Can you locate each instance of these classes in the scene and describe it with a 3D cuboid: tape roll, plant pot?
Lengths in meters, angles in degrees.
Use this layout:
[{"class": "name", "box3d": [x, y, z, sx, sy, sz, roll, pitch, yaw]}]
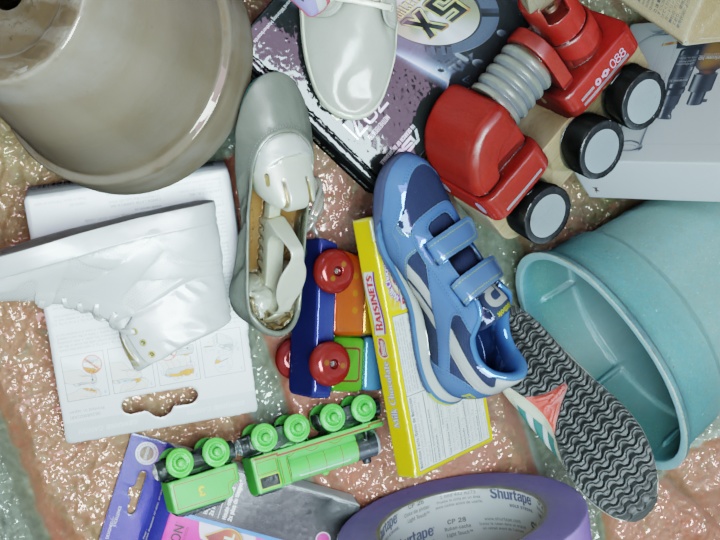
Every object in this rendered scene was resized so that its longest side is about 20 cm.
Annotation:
[{"class": "tape roll", "box3d": [0.085, 0.234, 0.908, 0.197, 0.200, 0.086, -10, 99, -10]}, {"class": "plant pot", "box3d": [0.262, 0.019, 0.935, 0.195, 0.200, 0.202, -34, 101, -14]}, {"class": "plant pot", "box3d": [-0.195, -0.165, 0.792, 0.197, 0.173, 0.204, -2, 83, 17]}]

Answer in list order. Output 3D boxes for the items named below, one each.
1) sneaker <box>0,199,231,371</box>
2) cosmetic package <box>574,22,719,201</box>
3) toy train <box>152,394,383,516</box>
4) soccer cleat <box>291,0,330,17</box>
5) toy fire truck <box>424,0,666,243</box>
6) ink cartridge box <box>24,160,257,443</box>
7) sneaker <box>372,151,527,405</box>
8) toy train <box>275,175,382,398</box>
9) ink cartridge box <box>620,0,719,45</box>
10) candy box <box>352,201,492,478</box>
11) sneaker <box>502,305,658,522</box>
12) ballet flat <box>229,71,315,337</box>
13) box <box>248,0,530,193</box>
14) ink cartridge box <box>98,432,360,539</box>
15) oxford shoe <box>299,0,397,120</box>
[{"class": "sneaker", "box3d": [-0.193, 0.025, 0.856, 0.197, 0.074, 0.117, -13, 101, -11]}, {"class": "cosmetic package", "box3d": [0.278, -0.126, 0.893, 0.052, 0.198, 0.152, 46, 60, -40]}, {"class": "toy train", "box3d": [-0.068, 0.148, 0.929, 0.197, 0.042, 0.057, -13, 87, -22]}, {"class": "soccer cleat", "box3d": [-0.083, -0.240, 0.844, 0.066, 0.200, 0.077, -32, 126, -15]}, {"class": "toy fire truck", "box3d": [0.120, -0.138, 0.838, 0.176, 0.128, 0.200, -48, 130, -4]}, {"class": "ink cartridge box", "box3d": [-0.170, 0.023, 0.924, 0.160, 0.050, 0.203, -9, 107, -11]}, {"class": "sneaker", "box3d": [0.071, 0.004, 0.870, 0.074, 0.082, 0.203, -33, 109, -40]}, {"class": "toy train", "box3d": [0.000, 0.000, 0.938, 0.114, 0.084, 0.204, 4, 88, -27]}, {"class": "ink cartridge box", "box3d": [0.243, -0.297, 0.864, 0.074, 0.165, 0.202, -12, 134, -33]}, {"class": "candy box", "box3d": [0.052, 0.052, 0.922, 0.101, 0.026, 0.203, -13, 95, -43]}, {"class": "sneaker", "box3d": [0.170, 0.112, 0.945, 0.070, 0.093, 0.200, -42, 77, 6]}, {"class": "ballet flat", "box3d": [-0.058, -0.044, 0.861, 0.067, 0.064, 0.203, -11, 121, -32]}, {"class": "box", "box3d": [0.018, -0.188, 0.912, 0.164, 0.086, 0.200, 42, 87, -12]}, {"class": "ink cartridge box", "box3d": [-0.107, 0.208, 0.954, 0.197, 0.037, 0.096, 18, 91, -10]}, {"class": "oxford shoe", "box3d": [-0.002, -0.211, 0.833, 0.074, 0.058, 0.204, 5, 96, -13]}]
